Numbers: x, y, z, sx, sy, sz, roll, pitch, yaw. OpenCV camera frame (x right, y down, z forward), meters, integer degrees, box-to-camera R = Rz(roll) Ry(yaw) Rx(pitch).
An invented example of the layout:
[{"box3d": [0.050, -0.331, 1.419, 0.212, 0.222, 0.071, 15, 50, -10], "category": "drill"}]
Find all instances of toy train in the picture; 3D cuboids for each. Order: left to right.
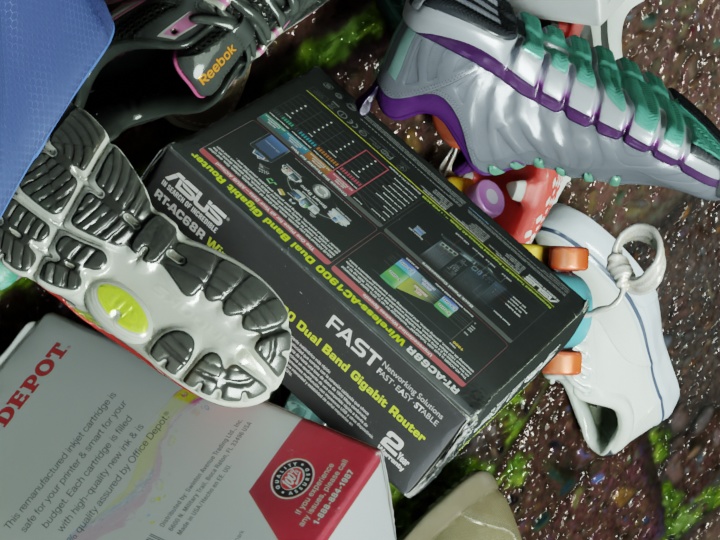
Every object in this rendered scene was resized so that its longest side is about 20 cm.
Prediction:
[{"box3d": [0.075, -0.037, 1.109, 0.055, 0.201, 0.151, 3, 132, -41], "category": "toy train"}]

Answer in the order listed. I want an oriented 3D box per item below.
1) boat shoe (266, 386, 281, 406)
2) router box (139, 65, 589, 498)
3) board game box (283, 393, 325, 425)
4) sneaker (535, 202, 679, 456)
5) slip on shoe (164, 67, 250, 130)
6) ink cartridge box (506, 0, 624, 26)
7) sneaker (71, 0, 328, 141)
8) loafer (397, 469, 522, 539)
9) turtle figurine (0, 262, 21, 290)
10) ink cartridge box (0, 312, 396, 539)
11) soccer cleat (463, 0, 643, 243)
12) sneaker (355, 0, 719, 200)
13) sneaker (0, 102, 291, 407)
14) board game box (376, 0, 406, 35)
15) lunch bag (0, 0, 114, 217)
[{"box3d": [-0.084, 0.069, 1.083, 0.075, 0.062, 0.201, -45, 153, -37], "category": "boat shoe"}, {"box3d": [0.000, 0.000, 1.007, 0.062, 0.200, 0.150, -54, 169, 33], "category": "router box"}, {"box3d": [-0.024, 0.107, 1.129, 0.201, 0.028, 0.135, -63, 163, 1], "category": "board game box"}, {"box3d": [0.148, 0.045, 1.270, 0.071, 0.073, 0.201, -46, 133, -19], "category": "sneaker"}, {"box3d": [-0.069, -0.163, 0.996, 0.076, 0.060, 0.202, -6, 113, -39], "category": "slip on shoe"}, {"box3d": [0.132, -0.245, 1.082, 0.200, 0.084, 0.147, -46, 136, -38], "category": "ink cartridge box"}, {"box3d": [-0.064, -0.116, 0.943, 0.199, 0.087, 0.080, -33, 126, 13], "category": "sneaker"}, {"box3d": [0.027, 0.203, 1.223, 0.200, 0.067, 0.076, -42, 166, -20], "category": "loafer"}, {"box3d": [-0.220, 0.035, 0.903, 0.201, 0.100, 0.150, -61, 144, -33], "category": "turtle figurine"}, {"box3d": [-0.104, 0.124, 0.957, 0.146, 0.199, 0.083, -53, 151, -31], "category": "ink cartridge box"}, {"box3d": [0.115, -0.088, 1.188, 0.085, 0.068, 0.202, 10, 97, -39], "category": "soccer cleat"}, {"box3d": [0.099, -0.075, 1.052, 0.199, 0.075, 0.088, 28, 116, -9], "category": "sneaker"}, {"box3d": [-0.120, -0.006, 0.925, 0.200, 0.085, 0.077, 44, 75, -4], "category": "sneaker"}, {"box3d": [0.037, -0.207, 1.054, 0.136, 0.028, 0.200, -60, 144, -26], "category": "board game box"}, {"box3d": [-0.202, -0.105, 0.832, 0.133, 0.135, 0.201, 63, 39, -40], "category": "lunch bag"}]
